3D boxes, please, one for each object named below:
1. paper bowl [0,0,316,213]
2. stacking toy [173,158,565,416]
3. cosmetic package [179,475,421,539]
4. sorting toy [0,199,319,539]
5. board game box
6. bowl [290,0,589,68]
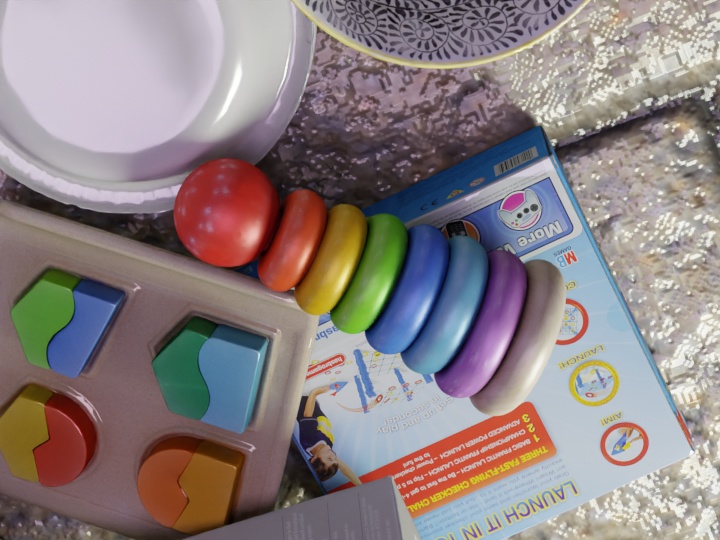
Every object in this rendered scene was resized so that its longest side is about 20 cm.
[{"bbox_3d":[-0.122,-0.126,1.010,0.200,0.104,0.201,0,113,0],"label":"paper bowl"},{"bbox_3d":[0.000,0.000,1.003,0.199,0.085,0.086,23,109,-12],"label":"stacking toy"},{"bbox_3d":[-0.055,0.199,1.081,0.199,0.090,0.107,-21,128,7],"label":"cosmetic package"},{"bbox_3d":[-0.128,0.072,1.085,0.184,0.037,0.201,17,122,7],"label":"sorting toy"},{"bbox_3d":[0.055,0.052,1.105,0.199,0.056,0.196,-25,110,9],"label":"board game box"},{"bbox_3d":[0.033,-0.207,0.976,0.200,0.094,0.202,-2,106,-8],"label":"bowl"}]
